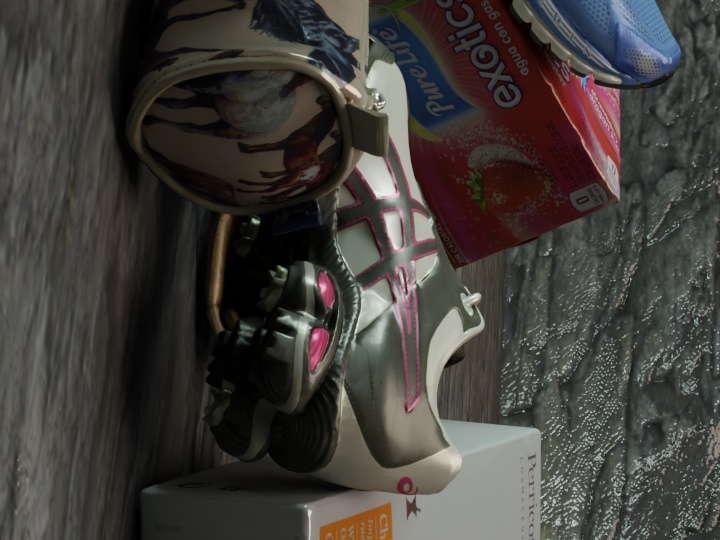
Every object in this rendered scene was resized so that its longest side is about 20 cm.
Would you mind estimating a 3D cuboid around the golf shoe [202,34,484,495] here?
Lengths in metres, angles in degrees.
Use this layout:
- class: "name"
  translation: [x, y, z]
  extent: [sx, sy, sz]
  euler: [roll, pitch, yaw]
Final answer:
- class: "golf shoe"
  translation: [0.000, 0.000, 0.964]
  extent: [0.077, 0.088, 0.201]
  euler: [-49, -157, 45]

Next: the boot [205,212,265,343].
- class: "boot"
  translation: [-0.019, 0.042, 1.100]
  extent: [0.155, 0.072, 0.201]
  euler: [-47, 134, -81]

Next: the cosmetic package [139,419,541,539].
- class: "cosmetic package"
  translation: [-0.002, 0.119, 0.989]
  extent: [0.200, 0.071, 0.102]
  euler: [-11, 102, -62]

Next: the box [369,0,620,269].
- class: "box"
  translation: [0.031, -0.112, 1.138]
  extent: [0.200, 0.095, 0.100]
  euler: [56, 24, -28]

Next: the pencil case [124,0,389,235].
- class: "pencil case"
  translation: [-0.028, -0.105, 0.948]
  extent: [0.201, 0.089, 0.078]
  euler: [-84, -176, -47]

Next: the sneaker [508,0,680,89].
- class: "sneaker"
  translation: [0.088, -0.169, 1.071]
  extent: [0.201, 0.089, 0.079]
  euler: [63, 22, -11]
